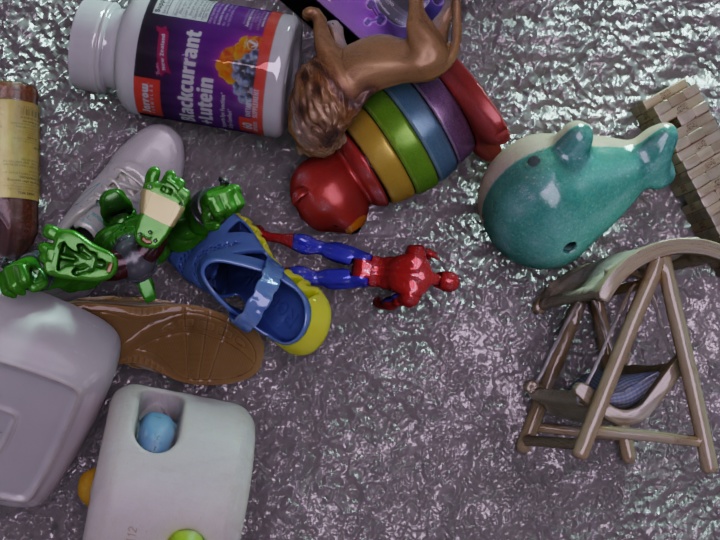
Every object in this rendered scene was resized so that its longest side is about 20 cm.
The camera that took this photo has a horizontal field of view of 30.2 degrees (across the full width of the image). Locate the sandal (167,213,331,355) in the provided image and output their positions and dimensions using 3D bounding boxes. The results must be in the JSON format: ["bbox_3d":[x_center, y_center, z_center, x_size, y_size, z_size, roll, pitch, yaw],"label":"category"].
[{"bbox_3d":[-0.115,-0.001,1.191,0.199,0.087,0.080,34,100,29],"label":"sandal"}]

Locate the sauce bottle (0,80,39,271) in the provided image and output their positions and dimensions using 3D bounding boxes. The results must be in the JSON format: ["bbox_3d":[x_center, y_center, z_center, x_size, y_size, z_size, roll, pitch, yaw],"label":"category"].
[{"bbox_3d":[-0.322,-0.067,1.206,0.065,0.066,0.203,-1,83,-9],"label":"sauce bottle"}]

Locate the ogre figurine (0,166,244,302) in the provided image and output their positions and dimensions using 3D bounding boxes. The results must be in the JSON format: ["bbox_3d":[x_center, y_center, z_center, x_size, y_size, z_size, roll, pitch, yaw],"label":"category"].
[{"bbox_3d":[-0.197,-0.021,1.116,0.200,0.120,0.098,-41,89,-8],"label":"ogre figurine"}]

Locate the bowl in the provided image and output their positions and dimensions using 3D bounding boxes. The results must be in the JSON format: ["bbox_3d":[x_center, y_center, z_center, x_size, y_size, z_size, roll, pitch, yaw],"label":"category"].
[{"bbox_3d":[-0.316,0.111,1.124,0.198,0.075,0.201,22,111,-23],"label":"bowl"}]

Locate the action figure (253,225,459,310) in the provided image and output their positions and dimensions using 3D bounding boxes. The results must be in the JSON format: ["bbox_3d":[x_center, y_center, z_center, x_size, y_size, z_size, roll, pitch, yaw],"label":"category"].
[{"bbox_3d":[0.000,0.000,1.260,0.197,0.099,0.066,8,86,14],"label":"action figure"}]

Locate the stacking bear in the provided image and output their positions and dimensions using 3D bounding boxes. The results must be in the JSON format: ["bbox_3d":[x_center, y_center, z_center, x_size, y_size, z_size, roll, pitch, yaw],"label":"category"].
[{"bbox_3d":[0.024,-0.107,1.249,0.199,0.121,0.114,-34,84,-3],"label":"stacking bear"}]

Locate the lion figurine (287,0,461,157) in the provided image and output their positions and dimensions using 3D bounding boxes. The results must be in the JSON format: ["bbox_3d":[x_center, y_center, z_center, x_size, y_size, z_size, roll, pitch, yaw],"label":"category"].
[{"bbox_3d":[0.018,-0.185,1.183,0.198,0.072,0.124,-20,71,18],"label":"lion figurine"}]

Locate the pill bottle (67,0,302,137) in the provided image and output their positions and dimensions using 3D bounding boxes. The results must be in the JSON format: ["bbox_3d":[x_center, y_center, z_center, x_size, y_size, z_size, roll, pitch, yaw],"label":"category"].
[{"bbox_3d":[-0.159,-0.191,1.215,0.197,0.111,0.113,10,83,4],"label":"pill bottle"}]

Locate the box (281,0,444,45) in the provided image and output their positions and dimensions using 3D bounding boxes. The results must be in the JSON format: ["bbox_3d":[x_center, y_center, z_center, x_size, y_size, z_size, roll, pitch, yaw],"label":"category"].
[{"bbox_3d":[-0.005,-0.297,1.276,0.200,0.079,0.142,40,77,-4],"label":"box"}]

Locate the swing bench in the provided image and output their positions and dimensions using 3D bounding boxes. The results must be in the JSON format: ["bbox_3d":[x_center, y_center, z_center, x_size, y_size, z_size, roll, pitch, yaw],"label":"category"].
[{"bbox_3d":[0.234,0.074,1.216,0.128,0.199,0.203,7,83,-8],"label":"swing bench"}]

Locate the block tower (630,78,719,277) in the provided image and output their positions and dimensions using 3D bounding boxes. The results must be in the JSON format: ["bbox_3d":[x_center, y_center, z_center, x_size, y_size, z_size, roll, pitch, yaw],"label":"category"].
[{"bbox_3d":[0.343,-0.088,1.323,0.057,0.054,0.201,-29,89,-10],"label":"block tower"}]

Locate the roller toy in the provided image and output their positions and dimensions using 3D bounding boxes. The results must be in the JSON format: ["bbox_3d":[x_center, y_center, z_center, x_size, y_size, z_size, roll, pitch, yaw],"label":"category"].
[{"bbox_3d":[-0.173,0.196,1.147,0.138,0.200,0.185,12,73,-8],"label":"roller toy"}]

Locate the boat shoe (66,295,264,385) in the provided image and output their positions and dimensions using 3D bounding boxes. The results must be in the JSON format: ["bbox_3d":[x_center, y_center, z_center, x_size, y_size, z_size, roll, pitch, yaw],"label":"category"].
[{"bbox_3d":[-0.187,0.056,1.214,0.198,0.069,0.075,11,99,-16],"label":"boat shoe"}]

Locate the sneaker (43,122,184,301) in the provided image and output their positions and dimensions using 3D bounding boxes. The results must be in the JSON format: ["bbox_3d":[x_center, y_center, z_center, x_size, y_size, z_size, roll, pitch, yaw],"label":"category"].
[{"bbox_3d":[-0.225,-0.051,1.215,0.070,0.080,0.201,35,79,-2],"label":"sneaker"}]

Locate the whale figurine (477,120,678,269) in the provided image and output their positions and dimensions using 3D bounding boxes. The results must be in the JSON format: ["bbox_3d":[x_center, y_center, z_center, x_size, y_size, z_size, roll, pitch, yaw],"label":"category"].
[{"bbox_3d":[0.211,-0.069,1.249,0.198,0.160,0.104,-16,51,-5],"label":"whale figurine"}]
